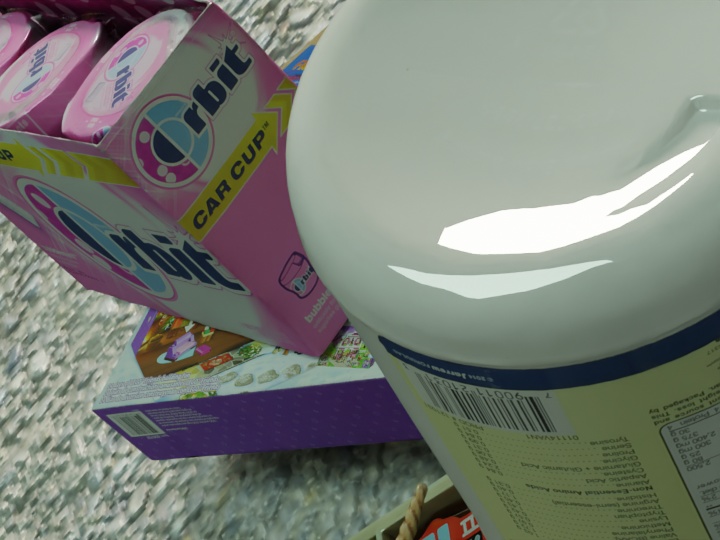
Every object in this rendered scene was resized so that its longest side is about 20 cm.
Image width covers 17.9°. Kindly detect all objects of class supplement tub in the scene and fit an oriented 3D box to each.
[{"bbox_3d":[0.079,0.009,0.602,0.144,0.200,0.145,-13,50,16],"label":"supplement tub"}]

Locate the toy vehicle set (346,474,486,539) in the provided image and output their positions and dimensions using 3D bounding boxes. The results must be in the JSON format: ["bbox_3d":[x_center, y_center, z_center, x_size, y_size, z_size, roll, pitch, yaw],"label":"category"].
[{"bbox_3d":[0.043,0.122,0.738,0.200,0.026,0.125,-36,42,29],"label":"toy vehicle set"}]

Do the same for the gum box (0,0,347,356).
[{"bbox_3d":[-0.083,-0.041,0.843,0.066,0.113,0.200,-54,30,-15],"label":"gum box"}]

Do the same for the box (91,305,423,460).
[{"bbox_3d":[0.000,0.000,0.843,0.200,0.039,0.137,-9,47,47],"label":"box"}]

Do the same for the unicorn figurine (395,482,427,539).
[{"bbox_3d":[0.011,0.150,0.648,0.074,0.137,0.200,-39,62,13],"label":"unicorn figurine"}]

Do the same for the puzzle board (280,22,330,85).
[{"bbox_3d":[0.062,-0.090,0.822,0.200,0.017,0.151,6,44,50],"label":"puzzle board"}]
